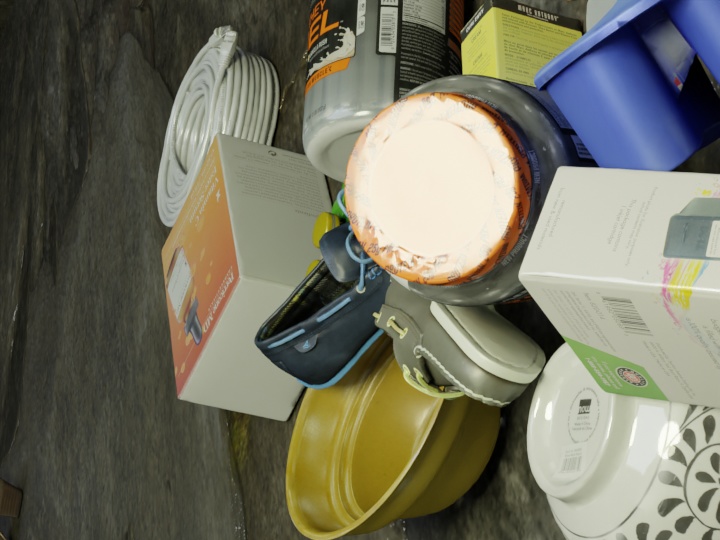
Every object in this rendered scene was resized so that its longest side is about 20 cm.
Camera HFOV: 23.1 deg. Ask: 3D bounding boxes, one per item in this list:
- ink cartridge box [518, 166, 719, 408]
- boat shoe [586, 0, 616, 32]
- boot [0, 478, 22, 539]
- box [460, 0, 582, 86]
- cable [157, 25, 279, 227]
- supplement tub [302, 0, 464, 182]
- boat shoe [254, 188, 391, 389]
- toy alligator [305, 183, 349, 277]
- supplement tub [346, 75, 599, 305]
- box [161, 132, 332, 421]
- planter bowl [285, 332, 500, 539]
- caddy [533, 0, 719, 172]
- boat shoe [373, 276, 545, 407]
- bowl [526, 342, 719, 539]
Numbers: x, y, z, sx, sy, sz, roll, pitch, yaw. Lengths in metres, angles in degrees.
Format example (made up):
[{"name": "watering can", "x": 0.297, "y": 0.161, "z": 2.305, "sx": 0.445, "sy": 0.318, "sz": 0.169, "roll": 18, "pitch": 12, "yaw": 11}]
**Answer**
[{"name": "ink cartridge box", "x": 0.189, "y": 0.013, "z": 0.813, "sx": 0.200, "sy": 0.117, "sz": 0.067, "roll": 6, "pitch": 61, "yaw": 36}, {"name": "boat shoe", "x": 0.186, "y": -0.186, "z": 1.059, "sx": 0.071, "sy": 0.070, "sz": 0.200, "roll": 48, "pitch": 149, "yaw": 44}, {"name": "boot", "x": -0.531, "y": 0.352, "z": 2.327, "sx": 0.070, "sy": 0.146, "sz": 0.201, "roll": -26, "pitch": 55, "yaw": 59}, {"name": "box", "x": 0.112, "y": -0.084, "z": 1.168, "sx": 0.050, "sy": 0.075, "sz": 0.200, "roll": 132, "pitch": 143, "yaw": -51}, {"name": "cable", "x": -0.150, "y": -0.134, "z": 1.812, "sx": 0.200, "sy": 0.069, "sz": 0.200, "roll": 156, "pitch": 123, "yaw": -63}, {"name": "supplement tub", "x": 0.020, "y": -0.175, "z": 1.369, "sx": 0.123, "sy": 0.122, "sz": 0.200, "roll": -40, "pitch": 42, "yaw": 55}, {"name": "boat shoe", "x": 0.000, "y": 0.000, "z": 1.196, "sx": 0.200, "sy": 0.069, "sz": 0.084, "roll": -55, "pitch": 25, "yaw": 18}, {"name": "toy alligator", "x": -0.010, "y": -0.034, "z": 1.439, "sx": 0.054, "sy": 0.059, "sz": 0.201, "roll": -9, "pitch": 70, "yaw": 66}, {"name": "supplement tub", "x": 0.076, "y": -0.043, "z": 0.976, "sx": 0.122, "sy": 0.200, "sz": 0.123, "roll": 1, "pitch": 92, "yaw": 25}, {"name": "box", "x": -0.096, "y": 0.004, "z": 1.559, "sx": 0.152, "sy": 0.106, "sz": 0.200, "roll": -61, "pitch": 27, "yaw": 33}, {"name": "planter bowl", "x": 0.037, "y": 0.104, "z": 1.201, "sx": 0.200, "sy": 0.083, "sz": 0.201, "roll": -46, "pitch": 28, "yaw": 33}, {"name": "caddy", "x": 0.167, "y": -0.117, "z": 0.894, "sx": 0.141, "sy": 0.105, "sz": 0.200, "roll": -33, "pitch": -2, "yaw": 20}, {"name": "boat shoe", "x": 0.054, "y": 0.044, "z": 1.045, "sx": 0.060, "sy": 0.072, "sz": 0.202, "roll": -61, "pitch": 18, "yaw": 9}, {"name": "bowl", "x": 0.151, "y": 0.087, "z": 0.954, "sx": 0.201, "sy": 0.094, "sz": 0.201, "roll": -166, "pitch": 90, "yaw": -68}]
